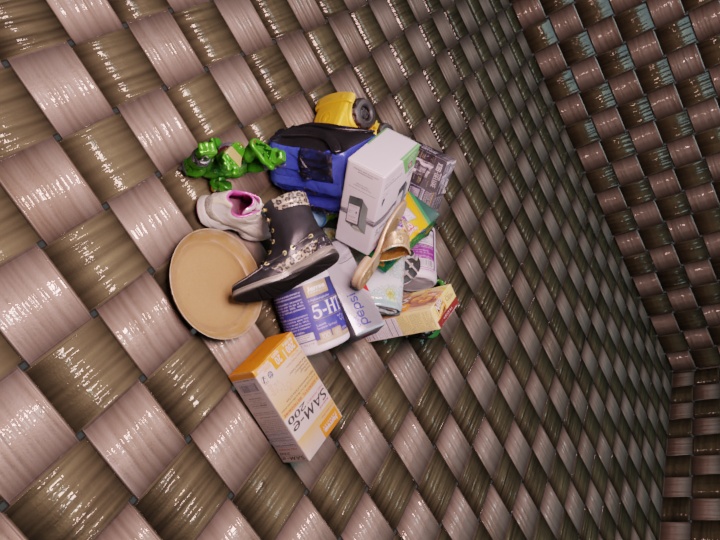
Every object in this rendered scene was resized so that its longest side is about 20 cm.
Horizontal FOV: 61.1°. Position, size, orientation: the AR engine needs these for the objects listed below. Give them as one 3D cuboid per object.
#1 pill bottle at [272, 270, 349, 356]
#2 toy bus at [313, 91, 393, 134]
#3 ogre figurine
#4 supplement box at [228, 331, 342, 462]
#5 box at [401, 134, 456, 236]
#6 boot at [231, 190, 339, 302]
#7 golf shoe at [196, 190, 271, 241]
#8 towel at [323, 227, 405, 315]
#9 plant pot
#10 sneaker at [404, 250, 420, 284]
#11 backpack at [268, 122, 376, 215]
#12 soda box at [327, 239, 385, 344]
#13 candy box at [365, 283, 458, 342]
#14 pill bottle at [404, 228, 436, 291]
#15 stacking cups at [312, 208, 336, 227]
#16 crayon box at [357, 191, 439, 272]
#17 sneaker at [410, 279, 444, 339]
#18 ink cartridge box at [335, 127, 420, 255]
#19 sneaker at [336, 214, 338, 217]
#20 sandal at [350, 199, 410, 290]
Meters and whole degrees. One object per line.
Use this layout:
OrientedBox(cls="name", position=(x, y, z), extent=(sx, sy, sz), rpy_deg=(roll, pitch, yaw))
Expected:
OrientedBox(cls="pill bottle", position=(-0.107, 0.056, 1.184), extent=(0.120, 0.119, 0.201), rpy_deg=(-22, 93, -52))
OrientedBox(cls="toy bus", position=(-0.027, -0.283, 1.423), extent=(0.200, 0.135, 0.193), rpy_deg=(37, 63, -41))
OrientedBox(cls="ogre figurine", position=(-0.240, -0.200, 1.119), extent=(0.200, 0.120, 0.098), rpy_deg=(-40, 111, -49))
OrientedBox(cls="supplement box", position=(-0.133, 0.232, 1.117), extent=(0.200, 0.073, 0.126), rpy_deg=(61, 39, -15))
OrientedBox(cls="box", position=(0.120, -0.199, 1.447), extent=(0.050, 0.157, 0.201), rpy_deg=(-21, 134, -53))
OrientedBox(cls="boot", position=(-0.156, -0.042, 1.107), extent=(0.074, 0.203, 0.154), rpy_deg=(64, 1, -69))
OrientedBox(cls="golf shoe", position=(-0.206, -0.104, 1.148), extent=(0.200, 0.091, 0.076), rpy_deg=(7, 69, -51))
OrientedBox(cls="towel", position=(0.000, 0.000, 1.326), extent=(0.199, 0.048, 0.172), rpy_deg=(13, 61, -12))
OrientedBox(cls="plant pot", position=(-0.257, 0.025, 1.083), extent=(0.200, 0.027, 0.201), rpy_deg=(24, 57, -44))
OrientedBox(cls="sneaker", position=(0.060, 0.022, 1.416), extent=(0.081, 0.083, 0.200), rpy_deg=(47, 63, -3))
OrientedBox(cls="backpack", position=(-0.090, -0.213, 1.254), extent=(0.162, 0.199, 0.168), rpy_deg=(-36, 137, -55))
OrientedBox(cls="soda box", position=(-0.027, 0.041, 1.235), extent=(0.068, 0.063, 0.201), rpy_deg=(-20, 75, -21))
OrientedBox(cls="candy box", position=(0.107, 0.096, 1.366), extent=(0.115, 0.200, 0.055), rpy_deg=(-42, 110, -50))
OrientedBox(cls="pill bottle", position=(0.134, -0.058, 1.537), extent=(0.112, 0.112, 0.201), rpy_deg=(25, 58, -44))
OrientedBox(cls="stacking cups", position=(-0.100, -0.107, 1.303), extent=(0.061, 0.060, 0.200), rpy_deg=(59, 39, -16))
OrientedBox(cls="crayon box", position=(0.072, -0.096, 1.348), extent=(0.119, 0.058, 0.200), rpy_deg=(38, 49, 13))
OrientedBox(cls="sneaker", position=(0.168, 0.096, 1.529), extent=(0.200, 0.078, 0.085), rpy_deg=(-65, 156, -50))
OrientedBox(cls="ink cartridge box", position=(0.031, -0.153, 1.201), extent=(0.084, 0.200, 0.146), rpy_deg=(29, 48, 16))
OrientedBox(cls="sneaker", position=(0.018, -0.119, 1.440), extent=(0.200, 0.080, 0.115), rpy_deg=(58, 41, -16))
OrientedBox(cls="sandal", position=(0.064, -0.039, 1.213), extent=(0.212, 0.069, 0.078), rpy_deg=(-56, 164, -21))
